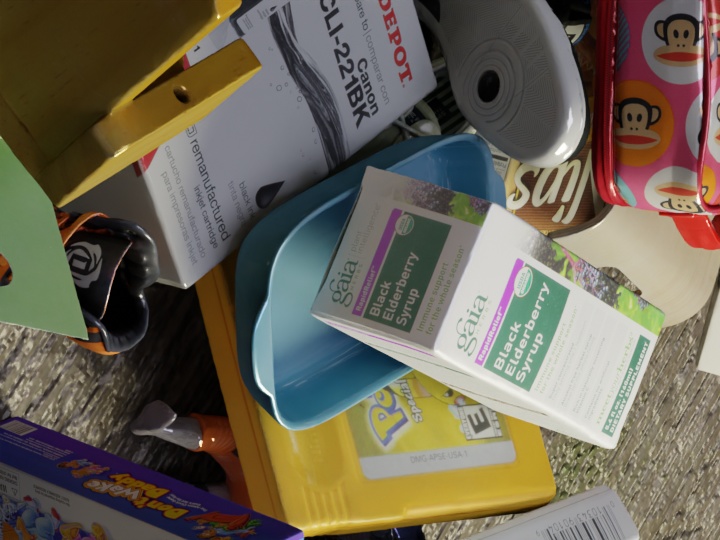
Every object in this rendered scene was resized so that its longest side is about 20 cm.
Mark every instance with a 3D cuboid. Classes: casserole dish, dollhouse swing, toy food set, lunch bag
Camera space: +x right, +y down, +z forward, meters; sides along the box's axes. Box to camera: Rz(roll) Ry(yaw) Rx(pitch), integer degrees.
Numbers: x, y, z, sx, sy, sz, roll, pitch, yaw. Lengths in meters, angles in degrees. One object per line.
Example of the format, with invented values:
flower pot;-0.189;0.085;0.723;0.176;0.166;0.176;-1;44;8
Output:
casserole dish;0.000;0.000;1.460;0.200;0.039;0.121;-29;129;-42
dollhouse swing;-0.109;-0.163;1.211;0.200;0.176;0.182;53;35;-1
toy food set;0.168;-0.081;1.669;0.144;0.060;0.200;39;63;-54
lunch bag;0.190;-0.100;1.556;0.200;0.082;0.176;-14;106;-62

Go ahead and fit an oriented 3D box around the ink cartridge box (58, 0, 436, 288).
ink cartridge box;-0.067;-0.108;1.435;0.200;0.084;0.144;-41;127;-34

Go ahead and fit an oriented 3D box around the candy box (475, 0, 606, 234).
candy box;0.104;-0.079;1.672;0.115;0.055;0.200;15;91;-53

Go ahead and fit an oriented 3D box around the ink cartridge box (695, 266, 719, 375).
ink cartridge box;0.273;-0.038;1.776;0.200;0.084;0.146;96;12;-55

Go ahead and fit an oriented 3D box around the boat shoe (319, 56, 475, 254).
boat shoe;0.012;-0.070;1.533;0.062;0.072;0.200;-45;179;39

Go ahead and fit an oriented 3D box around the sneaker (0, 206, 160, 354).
sneaker;-0.160;-0.026;1.337;0.200;0.112;0.078;39;73;-49

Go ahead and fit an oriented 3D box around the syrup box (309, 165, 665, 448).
syrup box;0.067;0.021;1.457;0.200;0.081;0.079;30;80;-56

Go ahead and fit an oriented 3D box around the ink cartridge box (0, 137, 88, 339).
ink cartridge box;-0.178;-0.076;1.255;0.146;0.048;0.200;15;47;-49

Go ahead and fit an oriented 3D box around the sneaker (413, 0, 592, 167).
sneaker;0.093;-0.123;1.529;0.112;0.200;0.073;12;124;-41

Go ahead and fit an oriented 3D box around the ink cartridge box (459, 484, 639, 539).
ink cartridge box;0.024;0.198;1.588;0.198;0.200;0.043;-17;73;-45

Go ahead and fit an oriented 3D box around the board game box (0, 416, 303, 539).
board game box;-0.112;0.163;1.392;0.045;0.200;0.135;-21;118;-43

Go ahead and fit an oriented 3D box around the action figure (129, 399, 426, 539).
action figure;-0.054;0.084;1.545;0.193;0.105;0.200;-16;86;-52

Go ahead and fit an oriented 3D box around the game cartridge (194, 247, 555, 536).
game cartridge;0.007;0.048;1.525;0.200;0.032;0.176;-2;71;-46
